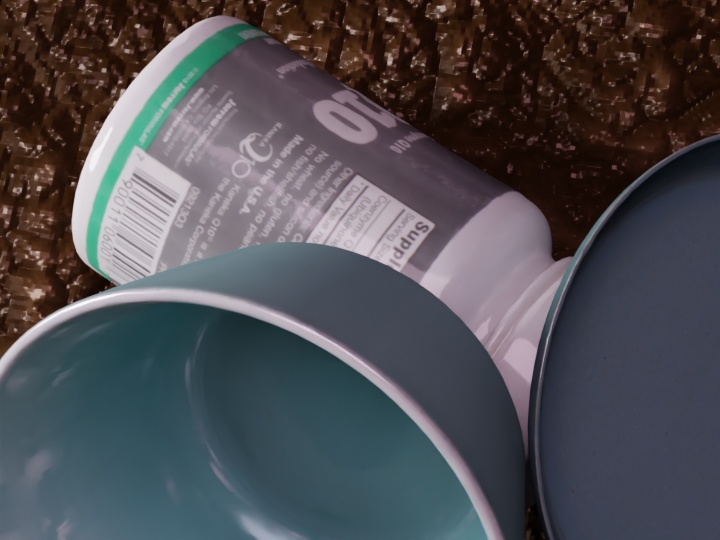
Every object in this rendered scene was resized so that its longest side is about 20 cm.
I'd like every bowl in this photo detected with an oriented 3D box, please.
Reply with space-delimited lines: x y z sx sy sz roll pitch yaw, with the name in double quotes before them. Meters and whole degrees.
"bowl" -0.023 0.070 0.951 0.200 0.202 0.105 21 36 13

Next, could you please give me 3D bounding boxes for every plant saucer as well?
"plant saucer" 0.133 0.049 0.998 0.027 0.200 0.201 7 64 54

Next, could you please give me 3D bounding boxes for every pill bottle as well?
"pill bottle" 0.000 0.000 1.043 0.199 0.113 0.113 33 77 15
